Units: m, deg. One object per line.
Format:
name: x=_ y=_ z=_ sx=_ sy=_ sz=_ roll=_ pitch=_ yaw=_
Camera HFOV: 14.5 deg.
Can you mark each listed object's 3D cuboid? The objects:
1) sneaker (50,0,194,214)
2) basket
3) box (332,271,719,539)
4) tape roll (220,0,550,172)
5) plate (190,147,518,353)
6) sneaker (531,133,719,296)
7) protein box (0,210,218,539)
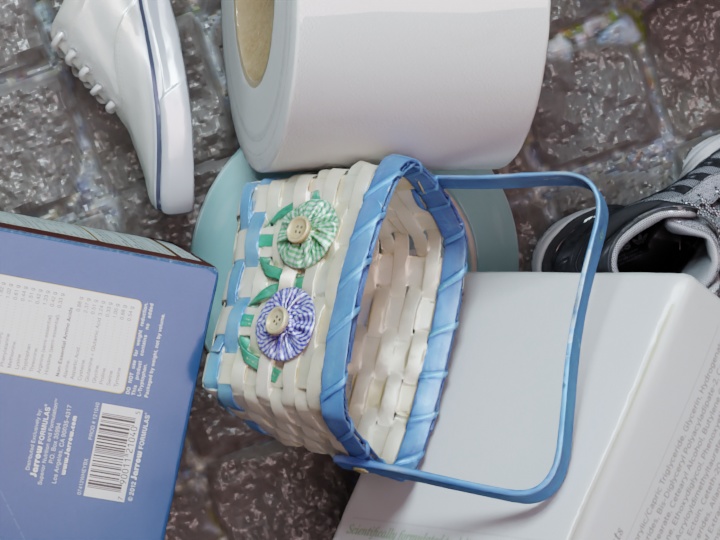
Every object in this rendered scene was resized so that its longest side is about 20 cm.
sneaker: x=-0.137 y=-0.127 z=1.578 sx=0.071 sy=0.073 sz=0.200 roll=-12 pitch=90 yaw=-4
basket: x=0.025 y=0.031 z=1.498 sx=0.200 sy=0.139 sz=0.177 roll=4 pitch=71 yaw=19
box: x=0.130 y=0.122 z=1.561 sx=0.171 sy=0.199 sz=0.200 roll=37 pitch=69 yaw=-32
tape roll: x=0.008 y=-0.154 z=1.538 sx=0.139 sy=0.203 sz=0.203 roll=-2 pitch=97 yaw=-13
plate: x=0.000 y=0.000 z=1.644 sx=0.200 sy=0.026 sz=0.201 roll=-1 pitch=95 yaw=-14
sneaker: x=0.204 y=-0.025 z=1.646 sx=0.200 sy=0.114 sz=0.076 roll=-25 pitch=102 yaw=-10
protein box: x=-0.204 y=0.069 z=1.541 sx=0.200 sy=0.135 sz=0.199 roll=11 pitch=93 yaw=-15
